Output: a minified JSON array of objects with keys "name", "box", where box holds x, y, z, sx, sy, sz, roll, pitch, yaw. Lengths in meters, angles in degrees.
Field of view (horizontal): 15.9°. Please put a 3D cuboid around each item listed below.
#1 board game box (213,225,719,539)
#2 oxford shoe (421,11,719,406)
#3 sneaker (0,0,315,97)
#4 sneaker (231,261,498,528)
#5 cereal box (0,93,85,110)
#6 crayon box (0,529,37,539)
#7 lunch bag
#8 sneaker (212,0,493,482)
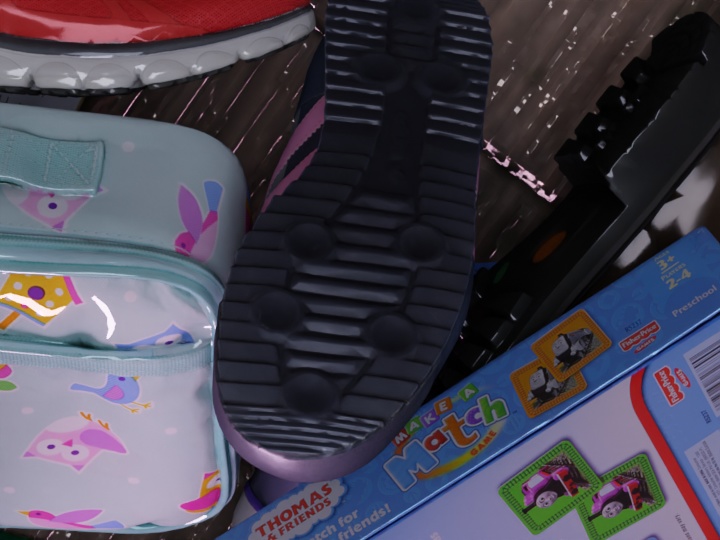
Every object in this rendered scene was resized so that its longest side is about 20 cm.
[{"name":"board game box","box":[0.047,0.095,0.758,0.199,0.037,0.152,-33,133,1]},{"name":"oxford shoe","box":[0.068,0.027,0.776,0.084,0.073,0.200,38,98,-16]},{"name":"sneaker","box":[-0.110,-0.096,0.778,0.198,0.077,0.086,3,96,-6]},{"name":"sneaker","box":[0.068,0.070,0.847,0.199,0.081,0.147,28,103,0]},{"name":"cereal box","box":[-0.133,-0.125,0.828,0.143,0.040,0.201,27,99,-8]},{"name":"crayon box","box":[-0.059,0.172,0.875,0.198,0.058,0.120,15,100,-4]},{"name":"lunch bag","box":[-0.132,0.012,0.793,0.198,0.161,0.078,4,56,0]},{"name":"sneaker","box":[0.000,0.000,0.770,0.070,0.201,0.082,16,135,3]}]
